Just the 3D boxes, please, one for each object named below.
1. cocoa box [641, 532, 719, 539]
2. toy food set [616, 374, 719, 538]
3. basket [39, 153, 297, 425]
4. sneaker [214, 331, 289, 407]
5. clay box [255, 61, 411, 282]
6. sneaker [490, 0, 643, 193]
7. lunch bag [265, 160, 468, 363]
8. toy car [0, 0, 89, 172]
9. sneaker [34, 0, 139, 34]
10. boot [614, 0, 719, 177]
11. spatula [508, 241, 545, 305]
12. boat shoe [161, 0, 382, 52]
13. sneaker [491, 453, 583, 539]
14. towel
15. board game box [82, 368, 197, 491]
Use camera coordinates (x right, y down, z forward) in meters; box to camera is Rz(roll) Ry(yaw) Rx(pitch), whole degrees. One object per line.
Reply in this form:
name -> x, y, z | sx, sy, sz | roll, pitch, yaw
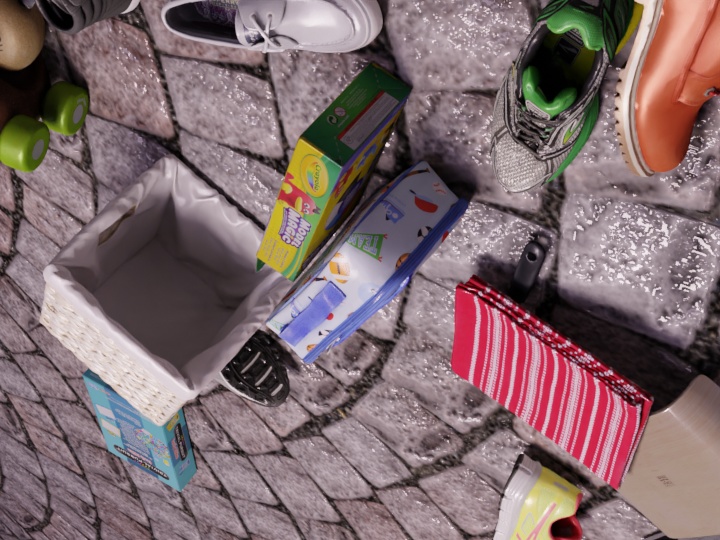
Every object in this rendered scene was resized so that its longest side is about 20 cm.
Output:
cocoa box -> 0.346, 0.320, 0.937 | 0.131, 0.134, 0.200 | 39, 145, -1
toy food set -> 0.288, 0.168, 0.904 | 0.143, 0.060, 0.200 | 43, 153, -3
basket -> -0.207, 0.027, 1.077 | 0.200, 0.198, 0.161 | 40, 148, -1
sneaker -> -0.166, 0.103, 1.232 | 0.200, 0.074, 0.079 | 33, 154, 20
clay box -> -0.029, -0.074, 0.874 | 0.047, 0.115, 0.200 | 34, 145, 6
sneaker -> 0.128, -0.125, 0.704 | 0.078, 0.085, 0.200 | 30, 144, 13
lunch bag -> 0.000, 0.000, 0.887 | 0.076, 0.160, 0.200 | 42, 143, -2
toy car -> -0.374, -0.230, 1.006 | 0.163, 0.158, 0.201 | 21, 130, 5
sneaker -> -0.227, -0.278, 0.849 | 0.071, 0.099, 0.200 | 38, 143, 6
boot -> 0.220, -0.134, 0.626 | 0.107, 0.075, 0.201 | 17, 138, 21
spatula -> 0.136, 0.037, 0.922 | 0.056, 0.021, 0.200 | 37, 144, 18
boat shoe -> -0.078, -0.207, 0.815 | 0.199, 0.069, 0.072 | 20, 140, 26
sneaker -> 0.193, 0.285, 1.090 | 0.090, 0.078, 0.201 | 18, 141, 16
towel -> 0.162, 0.102, 0.904 | 0.200, 0.022, 0.145 | 36, 149, 28
board game box -> -0.335, 0.236, 1.536 | 0.150, 0.047, 0.201 | 24, 141, 22
